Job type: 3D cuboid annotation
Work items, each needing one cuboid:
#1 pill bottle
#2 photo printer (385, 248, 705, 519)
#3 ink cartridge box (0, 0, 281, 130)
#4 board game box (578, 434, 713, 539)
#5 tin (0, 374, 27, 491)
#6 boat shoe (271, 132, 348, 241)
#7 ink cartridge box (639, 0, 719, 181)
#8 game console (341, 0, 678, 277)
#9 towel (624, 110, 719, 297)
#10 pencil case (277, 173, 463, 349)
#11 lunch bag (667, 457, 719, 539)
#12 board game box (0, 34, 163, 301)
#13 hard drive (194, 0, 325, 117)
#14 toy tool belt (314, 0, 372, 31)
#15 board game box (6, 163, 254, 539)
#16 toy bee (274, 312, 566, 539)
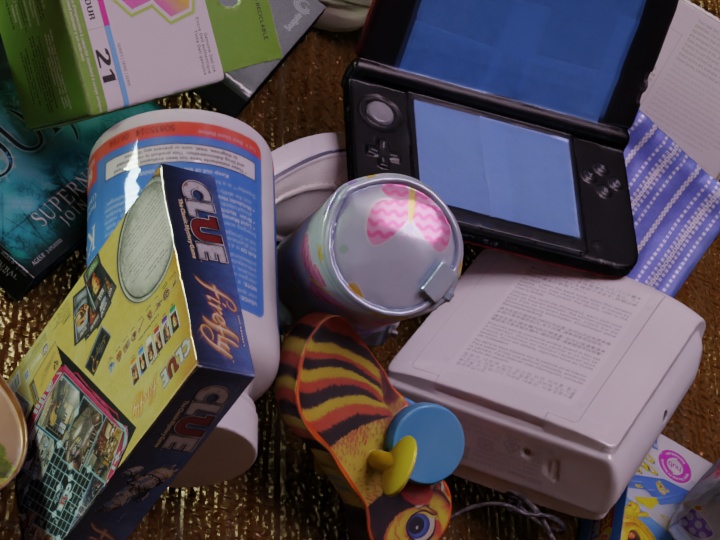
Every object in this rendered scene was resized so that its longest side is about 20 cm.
[{"bbox_3d":[-0.103,0.017,1.581,0.112,0.112,0.200,16,54,-27],"label":"pill bottle"},{"bbox_3d":[0.118,0.061,1.723,0.166,0.069,0.200,18,35,16],"label":"photo printer"},{"bbox_3d":[-0.122,-0.182,1.670,0.200,0.076,0.148,-19,98,-38],"label":"ink cartridge box"},{"bbox_3d":[0.227,0.219,1.707,0.200,0.056,0.196,30,39,-12],"label":"board game box"},{"bbox_3d":[-0.261,0.051,1.489,0.112,0.042,0.200,-21,67,-44],"label":"tin"},{"bbox_3d":[-0.010,-0.042,1.765,0.200,0.071,0.070,-11,57,-52],"label":"boat shoe"},{"bbox_3d":[0.195,-0.130,1.905,0.148,0.200,0.076,30,3,-13],"label":"ink cartridge box"},{"bbox_3d":[0.101,-0.110,1.737,0.200,0.119,0.172,13,48,-19],"label":"game console"},{"bbox_3d":[0.149,-0.058,1.834,0.200,0.024,0.145,42,69,-14],"label":"towel"},{"bbox_3d":[0.000,0.000,1.628,0.083,0.200,0.091,-35,89,-14],"label":"pencil case"},{"bbox_3d":[0.317,0.165,1.691,0.200,0.127,0.170,50,41,3],"label":"lunch bag"},{"bbox_3d":[-0.201,-0.076,1.670,0.135,0.028,0.200,41,38,1],"label":"board game box"},{"bbox_3d":[-0.131,-0.199,1.845,0.200,0.033,0.140,38,38,-2],"label":"hard drive"},{"bbox_3d":[0.044,-0.234,1.934,0.200,0.125,0.123,7,33,6],"label":"toy tool belt"},{"bbox_3d":[-0.127,0.059,1.458,0.035,0.200,0.136,12,46,-30],"label":"board game box"},{"bbox_3d":[0.016,0.123,1.584,0.200,0.131,0.109,39,76,2],"label":"toy bee"}]
